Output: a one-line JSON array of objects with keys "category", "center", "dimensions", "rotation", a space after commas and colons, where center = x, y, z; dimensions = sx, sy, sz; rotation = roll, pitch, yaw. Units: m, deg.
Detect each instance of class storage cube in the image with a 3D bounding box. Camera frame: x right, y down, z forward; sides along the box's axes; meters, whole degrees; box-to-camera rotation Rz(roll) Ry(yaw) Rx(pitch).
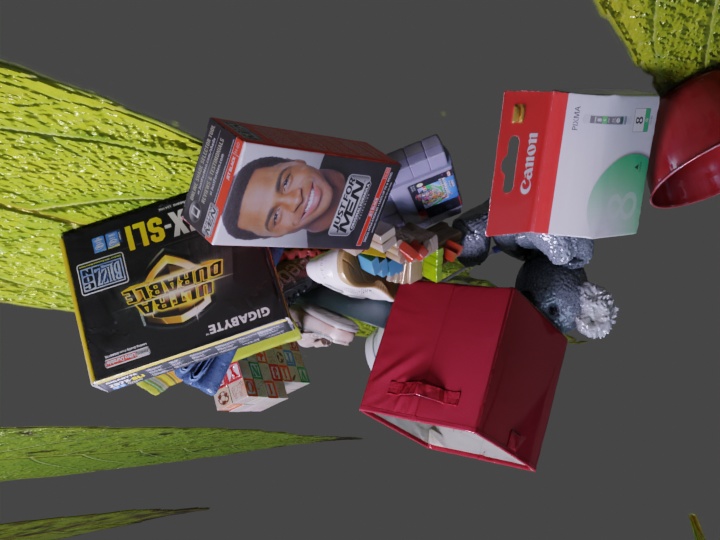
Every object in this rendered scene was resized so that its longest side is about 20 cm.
[{"category": "storage cube", "center": [0.134, 0.128, 1.084], "dimensions": [0.170, 0.181, 0.200], "rotation": [4, 157, 39]}]

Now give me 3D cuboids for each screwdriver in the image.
[{"category": "screwdriver", "center": [0.184, -0.024, 1.297], "dimensions": [0.199, 0.029, 0.028], "rotation": [-25, -161, -12]}]

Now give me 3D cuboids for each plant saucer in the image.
[{"category": "plant saucer", "center": [-0.004, 0.040, 1.191], "dimensions": [0.200, 0.039, 0.201], "rotation": [20, -179, 0]}]

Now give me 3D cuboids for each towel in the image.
[{"category": "towel", "center": [-0.169, 0.104, 1.051], "dimensions": [0.199, 0.018, 0.086], "rotation": [-21, 166, -2]}, {"category": "towel", "center": [-0.141, 0.034, 0.939], "dimensions": [0.048, 0.201, 0.112], "rotation": [27, 166, -13]}]

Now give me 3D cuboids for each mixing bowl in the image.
[{"category": "mixing bowl", "center": [0.420, -0.169, 1.037], "dimensions": [0.199, 0.109, 0.200], "rotation": [-17, 162, -6]}]

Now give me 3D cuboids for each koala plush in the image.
[{"category": "koala plush", "center": [0.246, -0.005, 1.131], "dimensions": [0.177, 0.201, 0.184], "rotation": [-3, -159, 45]}]

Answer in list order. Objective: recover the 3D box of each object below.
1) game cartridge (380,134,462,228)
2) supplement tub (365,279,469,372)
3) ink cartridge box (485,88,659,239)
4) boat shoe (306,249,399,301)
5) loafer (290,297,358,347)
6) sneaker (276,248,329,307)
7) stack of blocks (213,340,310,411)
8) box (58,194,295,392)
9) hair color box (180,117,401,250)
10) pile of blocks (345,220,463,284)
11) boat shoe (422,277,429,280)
[{"category": "game cartridge", "center": [0.052, -0.087, 1.023], "dimensions": [0.129, 0.039, 0.200], "rotation": [-17, 162, 7]}, {"category": "supplement tub", "center": [0.120, 0.118, 1.492], "dimensions": [0.200, 0.145, 0.144], "rotation": [-32, 158, 33]}, {"category": "ink cartridge box", "center": [0.235, -0.115, 0.948], "dimensions": [0.199, 0.162, 0.050], "rotation": [-8, -159, -34]}, {"category": "boat shoe", "center": [0.000, 0.000, 1.093], "dimensions": [0.069, 0.071, 0.200], "rotation": [-4, 169, 28]}, {"category": "loafer", "center": [-0.067, 0.074, 1.145], "dimensions": [0.072, 0.063, 0.200], "rotation": [19, -178, -31]}, {"category": "sneaker", "center": [-0.103, 0.022, 1.073], "dimensions": [0.200, 0.098, 0.071], "rotation": [-6, 156, -38]}, {"category": "stack of blocks", "center": [-0.160, 0.159, 1.374], "dimensions": [0.058, 0.116, 0.200], "rotation": [-26, 161, 21]}, {"category": "box", "center": [-0.183, 0.012, 0.865], "dimensions": [0.199, 0.160, 0.049], "rotation": [-18, 161, -2]}, {"category": "hair color box", "center": [-0.061, -0.077, 0.826], "dimensions": [0.199, 0.061, 0.102], "rotation": [0, 118, -45]}, {"category": "pile of blocks", "center": [0.059, -0.015, 1.027], "dimensions": [0.199, 0.062, 0.082], "rotation": [2, 110, -47]}, {"category": "boat shoe", "center": [0.072, 0.022, 1.286], "dimensions": [0.072, 0.072, 0.200], "rotation": [-27, 160, 22]}]
